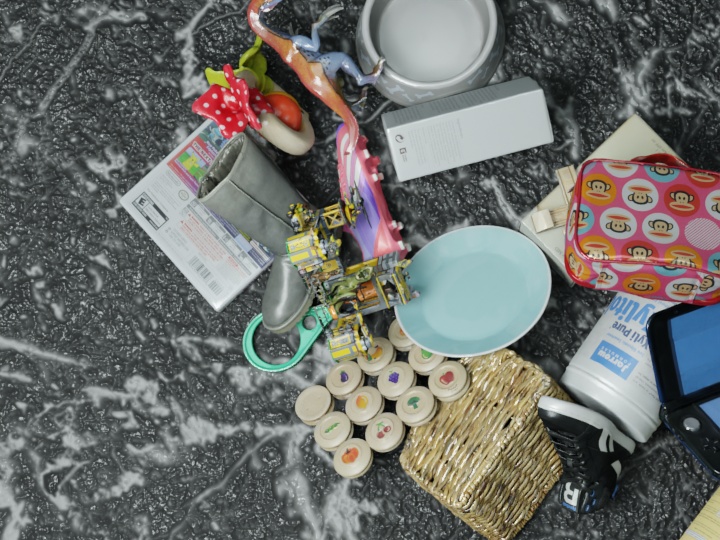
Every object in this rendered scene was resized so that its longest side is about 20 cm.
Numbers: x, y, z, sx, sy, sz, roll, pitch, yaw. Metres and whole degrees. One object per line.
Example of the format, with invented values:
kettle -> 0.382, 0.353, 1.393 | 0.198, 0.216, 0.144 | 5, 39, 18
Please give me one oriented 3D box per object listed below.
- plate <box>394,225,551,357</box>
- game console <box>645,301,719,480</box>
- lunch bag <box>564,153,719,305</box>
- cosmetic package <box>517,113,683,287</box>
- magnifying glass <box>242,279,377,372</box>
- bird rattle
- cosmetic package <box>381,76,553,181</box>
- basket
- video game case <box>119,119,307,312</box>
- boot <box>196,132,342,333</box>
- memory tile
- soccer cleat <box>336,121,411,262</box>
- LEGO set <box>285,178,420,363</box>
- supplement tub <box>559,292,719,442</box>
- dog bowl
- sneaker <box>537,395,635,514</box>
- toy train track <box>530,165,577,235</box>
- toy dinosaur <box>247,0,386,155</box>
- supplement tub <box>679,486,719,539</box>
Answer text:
plate -> 0.140, 0.029, 1.597 | 0.199, 0.026, 0.201 | -11, 50, 13
game console -> 0.443, 0.117, 1.468 | 0.199, 0.119, 0.171 | -18, 43, -19
lunch bag -> 0.337, -0.058, 1.485 | 0.198, 0.082, 0.177 | 9, 60, 3
cosmetic package -> 0.303, -0.087, 1.614 | 0.200, 0.073, 0.104 | -44, 80, -5
magnifying glass -> -0.057, 0.063, 1.640 | 0.199, 0.022, 0.080 | -27, 79, -2
bird rattle -> -0.118, -0.210, 1.611 | 0.163, 0.200, 0.113 | 36, 103, -22
cosmetic package -> 0.132, -0.179, 1.619 | 0.198, 0.102, 0.072 | -15, 108, 2
basket -> 0.159, 0.207, 1.579 | 0.142, 0.149, 0.201 | 31, 82, 43
video game case -> -0.182, -0.079, 1.674 | 0.182, 0.023, 0.200 | -42, 79, -3
boot -> -0.122, -0.042, 1.566 | 0.072, 0.200, 0.183 | 11, 72, 39
memory tile -> 0.024, 0.149, 1.582 | 0.200, 0.017, 0.153 | -39, 47, -1
soccer cleat -> -0.002, -0.092, 1.644 | 0.076, 0.067, 0.201 | -24, 78, 14
LEGO set -> 0.000, 0.000, 1.538 | 0.115, 0.154, 0.201 | -18, 105, 13
supplement tub -> 0.345, 0.089, 1.551 | 0.132, 0.132, 0.201 | 35, 83, 9
dog bowl -> 0.090, -0.313, 1.675 | 0.198, 0.059, 0.202 | -1, 81, 4
sneaker -> 0.255, 0.224, 1.506 | 0.073, 0.200, 0.113 | 14, 77, 41
toy train track -> 0.305, -0.087, 1.560 | 0.198, 0.033, 0.116 | -17, 79, 0
toy dinosaur -> -0.063, -0.272, 1.613 | 0.180, 0.105, 0.201 | 22, 44, -12
supplement tub -> 0.470, 0.305, 1.498 | 0.145, 0.145, 0.200 | 38, 85, 9
